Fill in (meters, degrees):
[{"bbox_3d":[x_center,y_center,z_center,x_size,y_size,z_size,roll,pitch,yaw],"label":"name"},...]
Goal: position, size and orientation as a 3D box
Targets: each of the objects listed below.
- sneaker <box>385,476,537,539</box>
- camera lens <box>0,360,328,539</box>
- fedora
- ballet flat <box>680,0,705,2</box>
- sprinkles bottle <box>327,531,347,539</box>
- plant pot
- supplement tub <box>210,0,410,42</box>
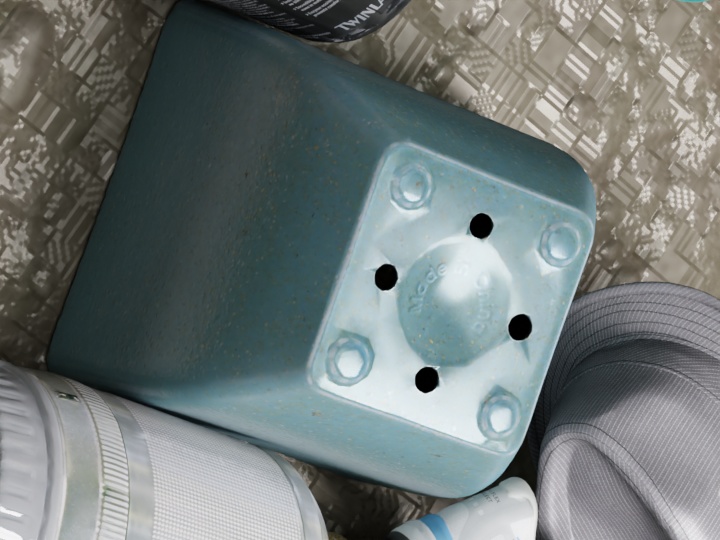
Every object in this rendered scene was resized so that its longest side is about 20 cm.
[{"bbox_3d":[0.091,0.184,1.407,0.086,0.075,0.201,-32,124,-9],"label":"sneaker"},{"bbox_3d":[-0.125,0.137,1.318,0.199,0.160,0.161,22,88,-37],"label":"camera lens"},{"bbox_3d":[0.143,0.115,1.441,0.090,0.176,0.201,-38,116,-46],"label":"fedora"},{"bbox_3d":[0.103,-0.182,1.459,0.199,0.067,0.064,8,67,-27],"label":"ballet flat"},{"bbox_3d":[0.058,0.189,1.479,0.199,0.068,0.069,19,89,-26],"label":"sprinkles bottle"},{"bbox_3d":[0.000,0.000,1.351,0.195,0.200,0.197,20,88,-26],"label":"plant pot"},{"bbox_3d":[-0.062,-0.185,1.308,0.199,0.122,0.123,19,89,-46],"label":"supplement tub"}]
